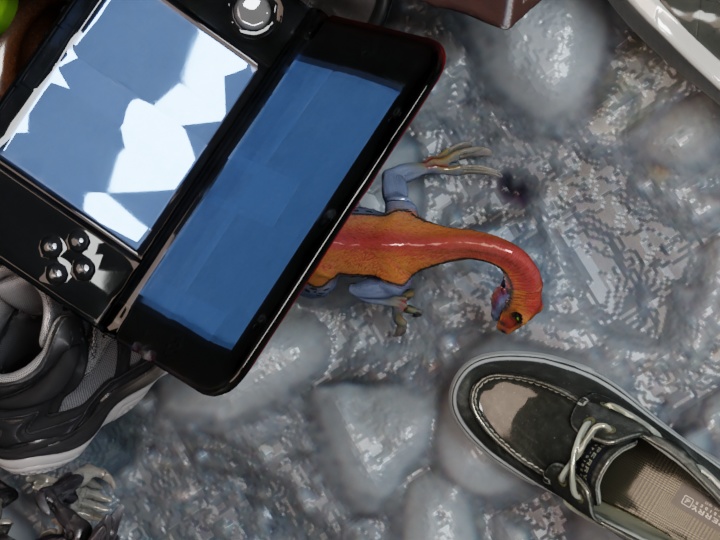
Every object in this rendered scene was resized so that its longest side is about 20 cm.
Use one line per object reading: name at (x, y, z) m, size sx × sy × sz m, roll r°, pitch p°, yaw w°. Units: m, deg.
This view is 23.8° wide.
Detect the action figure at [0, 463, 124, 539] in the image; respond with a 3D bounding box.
action figure at (-0.189, 0.163, 0.990) m, size 0.199 × 0.102 × 0.119 m, roll 30°, pitch 95°, yaw 29°

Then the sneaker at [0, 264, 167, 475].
sneaker at (-0.143, 0.020, 0.945) m, size 0.075 × 0.114 × 0.200 m, roll 39°, pitch 76°, yaw 26°

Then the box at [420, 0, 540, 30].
box at (0.028, -0.246, 0.836) m, size 0.199 × 0.166 × 0.165 m, roll 22°, pitch 128°, yaw 22°

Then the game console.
game console at (-0.087, -0.067, 0.830) m, size 0.172 × 0.119 × 0.201 m, roll 35°, pitch 81°, yaw -7°

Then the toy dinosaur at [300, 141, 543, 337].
toy dinosaur at (0.000, 0.000, 0.918) m, size 0.181 × 0.199 × 0.106 m, roll 9°, pitch 111°, yaw 41°

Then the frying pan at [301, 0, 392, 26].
frying pan at (-0.049, -0.185, 0.935) m, size 0.115 × 0.031 × 0.190 m, roll -40°, pitch 120°, yaw -7°

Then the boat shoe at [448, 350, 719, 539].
boat shoe at (0.136, 0.100, 0.915) m, size 0.199 × 0.071 × 0.073 m, roll 25°, pitch 96°, yaw 15°

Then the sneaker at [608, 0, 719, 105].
sneaker at (0.210, -0.139, 0.903) m, size 0.200 × 0.071 × 0.099 m, roll 41°, pitch 96°, yaw 7°

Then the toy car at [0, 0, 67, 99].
toy car at (-0.143, -0.092, 0.958) m, size 0.198 × 0.164 × 0.159 m, roll 13°, pitch 93°, yaw 2°
